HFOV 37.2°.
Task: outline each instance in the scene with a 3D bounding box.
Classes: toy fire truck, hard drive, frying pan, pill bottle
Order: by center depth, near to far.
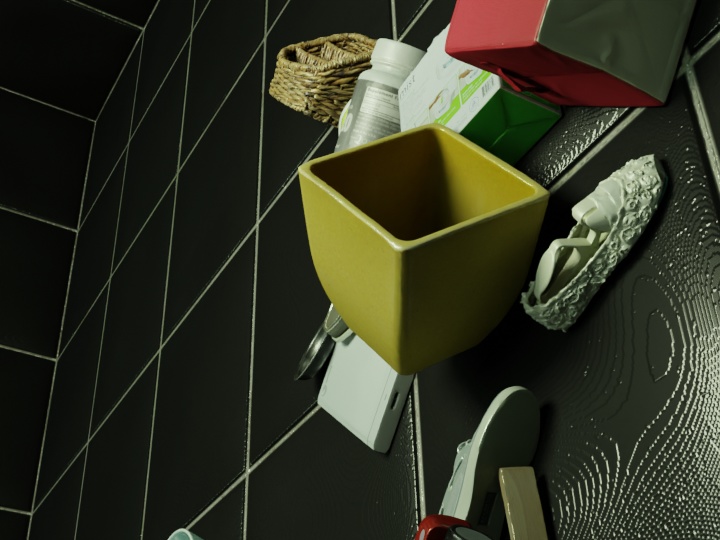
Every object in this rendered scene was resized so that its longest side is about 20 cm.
[{"bbox_3d":[0.123,0.252,0.948,0.200,0.173,0.131,-142,70,-79],"label":"toy fire truck"},{"bbox_3d":[0.007,0.144,1.411,0.200,0.026,0.134,24,96,66],"label":"hard drive"},{"bbox_3d":[0.036,-0.206,1.474,0.114,0.112,0.203,23,95,65],"label":"pill bottle"},{"bbox_3d":[-0.045,0.081,1.553,0.192,0.031,0.115,-63,8,-30],"label":"frying pan"}]

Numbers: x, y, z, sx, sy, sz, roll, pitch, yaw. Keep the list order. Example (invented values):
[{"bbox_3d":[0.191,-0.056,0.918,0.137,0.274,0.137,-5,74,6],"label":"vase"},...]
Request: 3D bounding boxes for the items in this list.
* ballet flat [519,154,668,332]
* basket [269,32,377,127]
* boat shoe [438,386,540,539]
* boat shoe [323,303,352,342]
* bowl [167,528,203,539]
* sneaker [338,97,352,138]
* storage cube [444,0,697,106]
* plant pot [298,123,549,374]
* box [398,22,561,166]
[{"bbox_3d":[0.220,-0.026,1.032,0.202,0.071,0.072,-61,27,21],"label":"ballet flat"},{"bbox_3d":[-0.058,-0.323,1.710,0.151,0.141,0.200,-68,26,12],"label":"basket"},{"bbox_3d":[0.119,0.207,1.085,0.071,0.069,0.204,30,104,61],"label":"boat shoe"},{"bbox_3d":[-0.001,-0.001,1.451,0.204,0.060,0.072,-61,27,5],"label":"boat shoe"},{"bbox_3d":[-0.242,0.499,1.606,0.201,0.104,0.204,-44,37,47],"label":"bowl"},{"bbox_3d":[0.001,-0.170,1.589,0.081,0.073,0.203,44,121,56],"label":"sneaker"},{"bbox_3d":[0.216,-0.278,1.077,0.179,0.169,0.203,21,92,65],"label":"storage cube"},{"bbox_3d":[0.063,-0.010,1.152,0.195,0.192,0.203,39,139,44],"label":"plant pot"},{"bbox_3d":[0.134,-0.203,1.287,0.200,0.095,0.179,-48,34,43],"label":"box"}]
